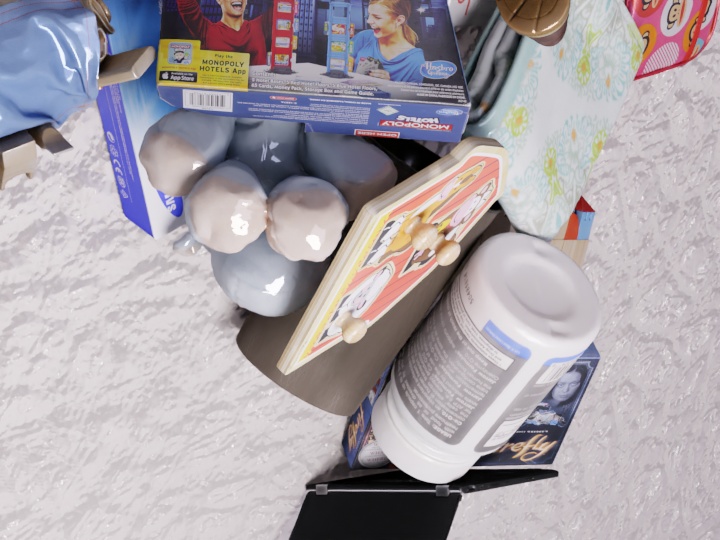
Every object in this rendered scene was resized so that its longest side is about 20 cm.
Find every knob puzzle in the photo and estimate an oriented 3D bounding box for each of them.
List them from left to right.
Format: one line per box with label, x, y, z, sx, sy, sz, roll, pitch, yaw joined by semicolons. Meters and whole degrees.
knob puzzle;0.044;-0.016;1.267;0.219;0.030;0.220;-42;165;-14

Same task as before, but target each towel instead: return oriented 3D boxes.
towel;0.148;-0.142;1.410;0.201;0.048;0.171;-62;142;-19

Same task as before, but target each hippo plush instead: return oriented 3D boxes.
hippo plush;-0.087;-0.051;1.248;0.158;0.201;0.161;-19;151;-32

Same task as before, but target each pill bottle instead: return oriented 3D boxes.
pill bottle;0.093;0.074;1.446;0.113;0.114;0.200;-11;148;-40

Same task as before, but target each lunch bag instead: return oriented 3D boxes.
lunch bag;0.255;-0.268;1.558;0.175;0.082;0.201;-19;129;-41

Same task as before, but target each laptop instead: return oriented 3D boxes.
laptop;0.040;0.235;1.556;0.199;0.186;0.117;-3;88;-44

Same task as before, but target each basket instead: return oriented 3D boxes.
basket;0.000;0.000;1.429;0.201;0.135;0.180;-58;175;9

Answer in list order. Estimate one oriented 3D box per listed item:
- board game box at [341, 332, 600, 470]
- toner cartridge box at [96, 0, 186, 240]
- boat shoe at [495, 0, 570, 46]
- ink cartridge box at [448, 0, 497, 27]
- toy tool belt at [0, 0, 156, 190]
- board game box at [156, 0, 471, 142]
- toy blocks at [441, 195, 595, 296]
board game box;0.096;0.113;1.599;0.198;0.035;0.136;0;131;-22
toner cartridge box;-0.135;-0.129;1.281;0.095;0.043;0.201;-31;134;-26
boat shoe;0.119;-0.259;1.326;0.072;0.072;0.202;24;54;-69
ink cartridge box;0.095;-0.251;1.412;0.199;0.067;0.117;-9;120;-41
toy tool belt;-0.234;-0.111;1.131;0.199;0.123;0.126;-32;134;-26
board game box;-0.026;-0.193;1.195;0.062;0.198;0.202;103;-9;-70
toy blocks;0.143;-0.027;1.596;0.199;0.099;0.138;-1;107;-56
